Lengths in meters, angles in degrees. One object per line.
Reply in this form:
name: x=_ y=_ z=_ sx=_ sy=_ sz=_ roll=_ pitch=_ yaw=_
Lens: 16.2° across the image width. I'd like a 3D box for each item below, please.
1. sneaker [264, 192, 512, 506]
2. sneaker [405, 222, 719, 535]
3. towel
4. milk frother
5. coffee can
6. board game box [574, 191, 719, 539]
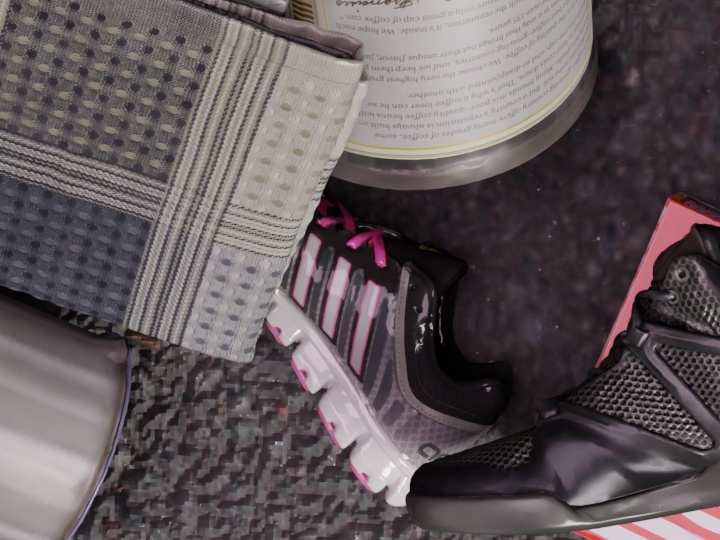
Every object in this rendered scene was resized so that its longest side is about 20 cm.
sneaker: x=0.000 y=0.000 z=1.112 sx=0.087 sy=0.074 sz=0.200 roll=-30 pitch=93 yaw=15
sneaker: x=0.109 y=0.046 z=1.040 sx=0.199 sy=0.076 sz=0.115 roll=-14 pitch=90 yaw=12
towel: x=-0.106 y=-0.056 z=1.006 sx=0.192 sy=0.035 sz=0.200 roll=18 pitch=138 yaw=-6
milk frother: x=-0.228 y=0.040 z=1.150 sx=0.188 sy=0.200 sz=0.181 roll=25 pitch=124 yaw=-23
coffee can: x=0.019 y=-0.153 z=1.002 sx=0.146 sy=0.147 sz=0.200 roll=7 pitch=138 yaw=13
board game box: x=0.194 y=0.076 z=1.083 sx=0.199 sy=0.046 sz=0.152 roll=24 pitch=101 yaw=11
